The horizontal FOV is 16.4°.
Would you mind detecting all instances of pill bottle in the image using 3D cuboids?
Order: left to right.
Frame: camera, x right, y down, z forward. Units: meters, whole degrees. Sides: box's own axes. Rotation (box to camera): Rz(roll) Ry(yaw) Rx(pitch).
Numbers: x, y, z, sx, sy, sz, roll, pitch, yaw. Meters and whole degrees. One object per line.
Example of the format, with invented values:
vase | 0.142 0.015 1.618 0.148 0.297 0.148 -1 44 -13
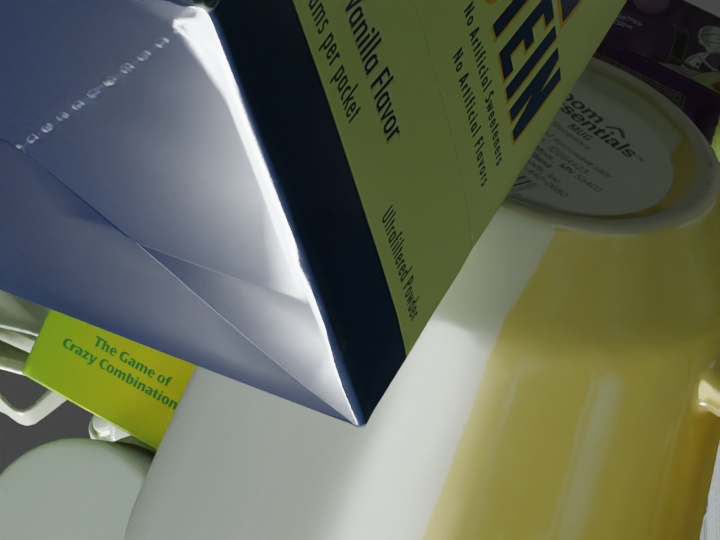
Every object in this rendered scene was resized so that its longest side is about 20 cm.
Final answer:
pill bottle | -0.058 0.123 0.977 0.114 0.115 0.200 16 179 31

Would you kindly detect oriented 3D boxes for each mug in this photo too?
mug | 0.045 0.031 0.627 0.185 0.150 0.154 12 123 -7

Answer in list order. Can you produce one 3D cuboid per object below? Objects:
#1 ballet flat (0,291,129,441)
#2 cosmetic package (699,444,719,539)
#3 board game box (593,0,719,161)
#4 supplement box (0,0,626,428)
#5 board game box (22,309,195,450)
ballet flat | -0.111 0.045 1.049 0.199 0.070 0.070 22 152 21
cosmetic package | 0.161 0.039 0.682 0.101 0.072 0.200 6 151 -2
board game box | 0.070 -0.044 0.731 0.199 0.032 0.120 28 151 12
supplement box | -0.045 -0.109 0.550 0.199 0.200 0.135 19 151 26
board game box | -0.015 0.059 0.927 0.199 0.048 0.102 28 -169 10
